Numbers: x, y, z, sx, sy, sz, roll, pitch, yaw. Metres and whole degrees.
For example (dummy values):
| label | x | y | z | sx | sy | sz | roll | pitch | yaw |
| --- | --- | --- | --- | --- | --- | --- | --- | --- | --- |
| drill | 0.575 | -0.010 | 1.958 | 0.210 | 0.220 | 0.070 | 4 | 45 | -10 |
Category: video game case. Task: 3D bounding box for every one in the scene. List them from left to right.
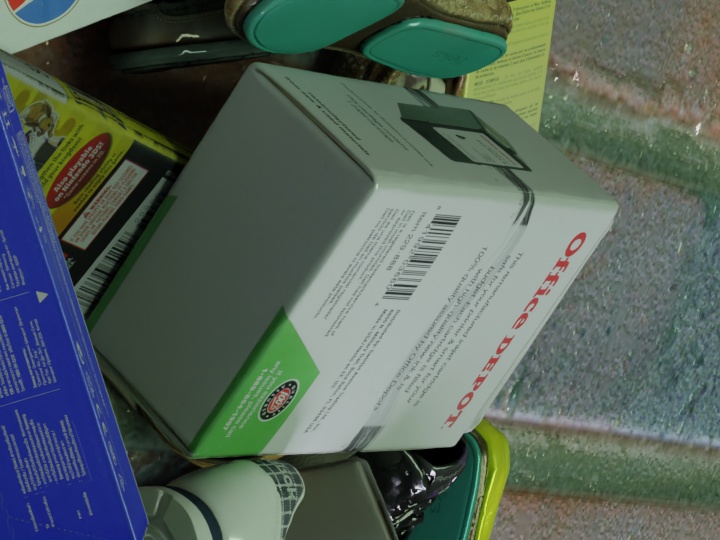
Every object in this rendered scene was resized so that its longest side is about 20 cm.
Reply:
| label | x | y | z | sx | sy | sz | roll | pitch | yaw |
| --- | --- | --- | --- | --- | --- | --- | --- | --- | --- |
| video game case | -0.163 | 0.012 | 1.074 | 0.200 | 0.026 | 0.181 | -51 | 151 | 7 |

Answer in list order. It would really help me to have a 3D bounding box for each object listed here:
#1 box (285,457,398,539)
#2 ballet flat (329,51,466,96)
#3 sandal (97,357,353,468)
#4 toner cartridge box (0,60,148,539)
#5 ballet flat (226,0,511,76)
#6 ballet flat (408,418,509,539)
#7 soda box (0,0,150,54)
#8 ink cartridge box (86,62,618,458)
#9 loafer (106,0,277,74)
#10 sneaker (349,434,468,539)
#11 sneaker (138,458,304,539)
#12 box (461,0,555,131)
| label | x | y | z | sx | sy | sz | roll | pitch | yaw |
| --- | --- | --- | --- | --- | --- | --- | --- | --- | --- |
| box | -0.040 | 0.207 | 1.284 | 0.128 | 0.109 | 0.200 | -11 | 126 | -10 |
| ballet flat | -0.010 | -0.030 | 1.280 | 0.071 | 0.065 | 0.200 | 26 | 87 | -46 |
| sandal | -0.060 | 0.058 | 1.243 | 0.082 | 0.055 | 0.200 | -31 | 145 | 13 |
| toner cartridge box | -0.150 | 0.017 | 0.972 | 0.043 | 0.095 | 0.200 | -85 | 159 | -80 |
| ballet flat | -0.003 | -0.124 | 1.136 | 0.200 | 0.070 | 0.065 | 8 | 61 | -64 |
| ballet flat | 0.038 | 0.173 | 1.467 | 0.067 | 0.067 | 0.200 | 6 | 102 | -69 |
| soda box | -0.122 | -0.139 | 1.077 | 0.200 | 0.064 | 0.068 | -28 | 129 | -44 |
| ink cartridge box | 0.000 | 0.000 | 1.163 | 0.200 | 0.084 | 0.146 | 4 | 124 | -56 |
| loafer | -0.048 | -0.126 | 1.196 | 0.200 | 0.072 | 0.063 | -18 | 103 | -57 |
| sneaker | 0.010 | 0.105 | 1.364 | 0.076 | 0.088 | 0.200 | -34 | 133 | -40 |
| sneaker | -0.070 | 0.171 | 1.142 | 0.080 | 0.076 | 0.200 | -19 | 134 | -48 |
| box | 0.049 | -0.057 | 1.366 | 0.075 | 0.050 | 0.200 | -21 | 123 | -49 |
